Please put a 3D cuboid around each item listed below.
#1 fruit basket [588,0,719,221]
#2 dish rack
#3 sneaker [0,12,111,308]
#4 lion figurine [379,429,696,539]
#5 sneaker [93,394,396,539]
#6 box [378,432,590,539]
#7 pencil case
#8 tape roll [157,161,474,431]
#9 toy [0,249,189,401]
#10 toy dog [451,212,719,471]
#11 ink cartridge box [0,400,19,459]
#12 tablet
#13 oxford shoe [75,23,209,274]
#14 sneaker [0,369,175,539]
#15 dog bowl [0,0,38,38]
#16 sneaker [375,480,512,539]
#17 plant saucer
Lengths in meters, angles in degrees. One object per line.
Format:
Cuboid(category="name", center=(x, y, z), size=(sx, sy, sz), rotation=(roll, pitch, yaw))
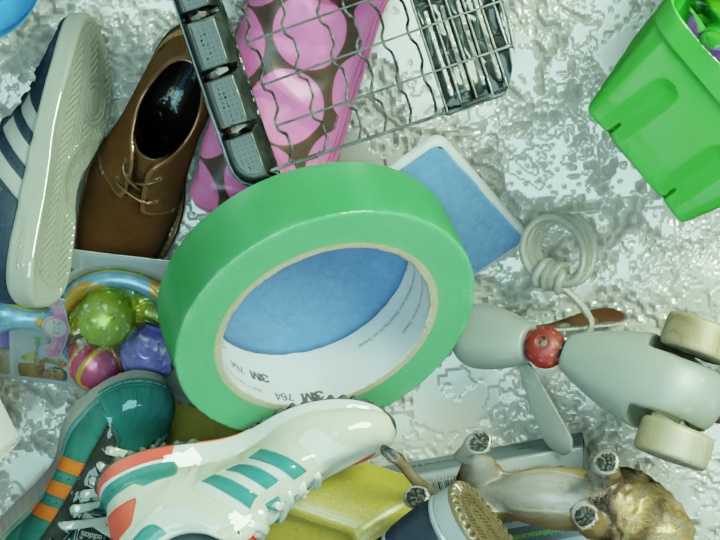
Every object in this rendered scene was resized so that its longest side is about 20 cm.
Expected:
Cuboid(category="fruit basket", center=(0.246, -0.151, 1.412), size=(0.215, 0.216, 0.156), rotation=(-40, 95, 11))
Cuboid(category="dish rack", center=(-0.010, -0.147, 1.431), size=(0.199, 0.055, 0.154), rotation=(-18, 97, 6))
Cuboid(category="sneaker", center=(-0.222, -0.076, 1.514), size=(0.084, 0.075, 0.201), rotation=(5, 69, 22))
Cuboid(category="lion figurine", center=(0.117, 0.148, 1.507), size=(0.199, 0.123, 0.073), rotation=(14, 78, 18))
Cuboid(category="sneaker", center=(-0.066, 0.149, 1.492), size=(0.198, 0.070, 0.094), rotation=(-14, 61, -5))
Cuboid(category="box", center=(0.094, 0.222, 1.582), size=(0.155, 0.041, 0.201), rotation=(-11, 99, 7))
Cuboid(category="pencil case", center=(-0.039, -0.124, 1.503), size=(0.093, 0.091, 0.201), rotation=(21, 102, 18))
Cuboid(category="tape roll", center=(-0.027, 0.021, 1.484), size=(0.199, 0.048, 0.201), rotation=(-13, 137, -12))
Cuboid(category="toy", center=(-0.178, 0.045, 1.552), size=(0.198, 0.047, 0.116), rotation=(9, 127, 6))
Cuboid(category="toy dog", center=(0.165, 0.065, 1.516), size=(0.200, 0.096, 0.132), rotation=(39, 91, 33))
Cuboid(category="ink cartridge box", center=(-0.346, 0.094, 1.551), size=(0.199, 0.084, 0.147), rotation=(-21, 99, 26))
Cuboid(category="tablet", center=(0.000, 0.000, 1.524), size=(0.199, 0.014, 0.130), rotation=(-35, 137, 10))
Cuboid(category="oxford shoe", center=(-0.145, -0.065, 1.531), size=(0.071, 0.071, 0.201), rotation=(21, 111, -1))
Cuboid(category="sneaker", center=(-0.179, 0.157, 1.556), size=(0.071, 0.080, 0.200), rotation=(18, 120, -33))
Cuboid(category="dog bowl", center=(-0.233, -0.245, 1.517), size=(0.111, 0.050, 0.201), rotation=(28, 103, 0))
Cuboid(category="sneaker", center=(0.071, 0.236, 1.451), size=(0.108, 0.070, 0.201), rotation=(-31, 99, 19))
Cuboid(category="plant saucer", center=(-0.069, 0.213, 1.567), size=(0.199, 0.048, 0.201), rotation=(16, 105, 17))
